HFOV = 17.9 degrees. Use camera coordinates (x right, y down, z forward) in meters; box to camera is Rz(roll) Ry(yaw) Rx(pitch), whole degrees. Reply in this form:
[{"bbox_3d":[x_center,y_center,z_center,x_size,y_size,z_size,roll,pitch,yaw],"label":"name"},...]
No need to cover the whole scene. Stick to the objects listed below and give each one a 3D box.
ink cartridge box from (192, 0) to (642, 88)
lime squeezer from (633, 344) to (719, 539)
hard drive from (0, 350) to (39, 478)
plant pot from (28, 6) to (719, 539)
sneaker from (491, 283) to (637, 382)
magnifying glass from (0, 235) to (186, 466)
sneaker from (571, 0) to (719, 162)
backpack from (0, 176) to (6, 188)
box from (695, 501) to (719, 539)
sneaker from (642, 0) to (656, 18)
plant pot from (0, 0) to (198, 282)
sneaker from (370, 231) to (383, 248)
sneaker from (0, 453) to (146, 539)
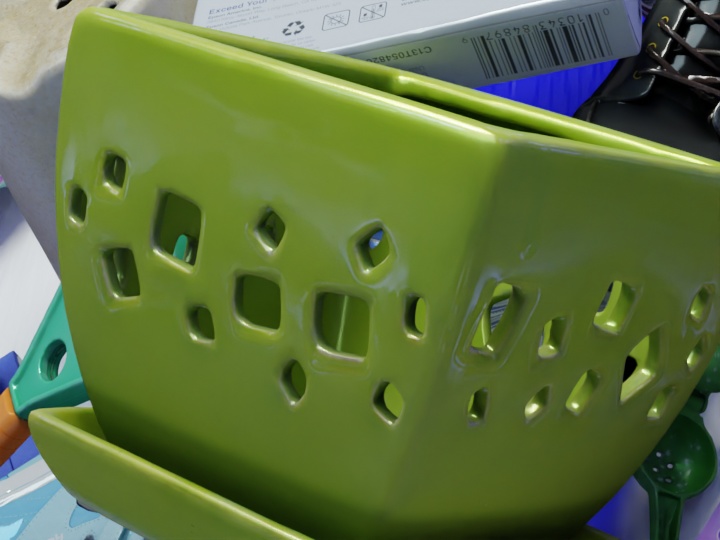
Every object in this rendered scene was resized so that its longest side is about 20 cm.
[{"bbox_3d":[0.026,-0.153,1.017,0.198,0.041,0.201,-10,45,17],"label":"ink cartridge box"},{"bbox_3d":[0.130,0.049,0.873,0.038,0.071,0.201,20,89,5],"label":"lime squeezer"},{"bbox_3d":[-0.236,0.134,1.119,0.199,0.025,0.132,-34,35,1],"label":"hard drive"},{"bbox_3d":[0.006,0.022,0.830,0.199,0.199,0.183,21,100,36],"label":"plant pot"},{"bbox_3d":[0.048,0.045,0.950,0.199,0.075,0.088,-28,36,11],"label":"sneaker"},{"bbox_3d":[-0.142,0.047,1.040,0.200,0.022,0.080,-47,43,24],"label":"magnifying glass"},{"bbox_3d":[0.136,-0.085,0.956,0.074,0.107,0.200,25,33,3],"label":"sneaker"},{"bbox_3d":[-0.211,-0.129,1.322,0.167,0.127,0.200,29,67,40],"label":"backpack"},{"bbox_3d":[0.189,0.101,0.800,0.136,0.039,0.200,10,54,46],"label":"box"},{"bbox_3d":[0.159,-0.198,1.031,0.074,0.201,0.081,-10,45,-28],"label":"sneaker"},{"bbox_3d":[-0.100,-0.070,1.111,0.200,0.184,0.201,-21,37,17],"label":"plant pot"},{"bbox_3d":[0.000,0.000,1.015,0.199,0.077,0.076,-27,35,-7],"label":"sneaker"},{"bbox_3d":[-0.126,0.141,0.975,0.200,0.080,0.131,-40,34,-6],"label":"sneaker"}]
